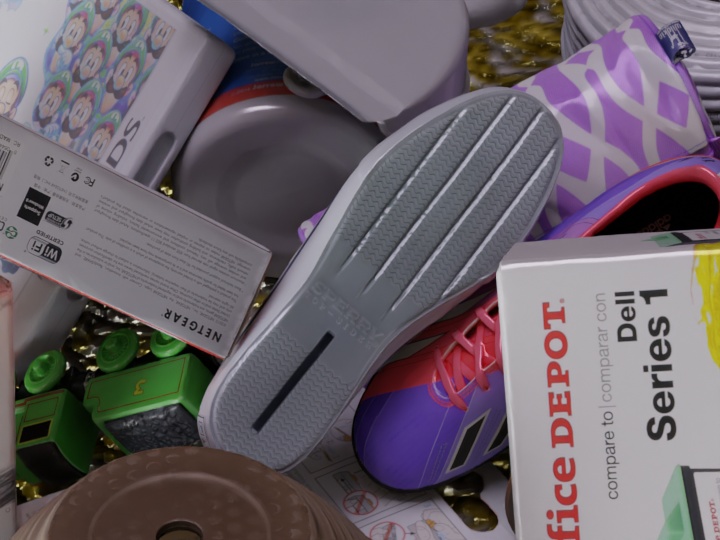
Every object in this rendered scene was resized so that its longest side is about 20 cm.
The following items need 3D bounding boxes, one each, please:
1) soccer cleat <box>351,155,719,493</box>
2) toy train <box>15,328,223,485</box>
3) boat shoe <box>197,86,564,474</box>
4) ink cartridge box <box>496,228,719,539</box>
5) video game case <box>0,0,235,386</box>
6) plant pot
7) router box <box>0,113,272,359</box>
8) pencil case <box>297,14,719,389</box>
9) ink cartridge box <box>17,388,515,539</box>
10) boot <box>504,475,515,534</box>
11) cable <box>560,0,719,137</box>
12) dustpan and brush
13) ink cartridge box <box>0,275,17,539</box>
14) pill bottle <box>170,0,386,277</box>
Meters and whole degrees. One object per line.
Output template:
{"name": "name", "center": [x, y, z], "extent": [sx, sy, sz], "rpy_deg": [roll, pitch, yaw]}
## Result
{"name": "soccer cleat", "center": [0.076, 0.019, 1.013], "extent": [0.199, 0.073, 0.068], "rpy_deg": [-36, 81, 3]}
{"name": "toy train", "center": [-0.142, 0.068, 1.083], "extent": [0.199, 0.042, 0.057], "rpy_deg": [-16, 45, 29]}
{"name": "boat shoe", "center": [0.000, 0.000, 1.018], "extent": [0.200, 0.074, 0.067], "rpy_deg": [-44, 11, -10]}
{"name": "ink cartridge box", "center": [0.154, 0.058, 0.929], "extent": [0.198, 0.146, 0.084], "rpy_deg": [-4, 4, 9]}
{"name": "video game case", "center": [-0.157, -0.064, 1.181], "extent": [0.183, 0.024, 0.200], "rpy_deg": [-59, 39, 5]}
{"name": "plant pot", "center": [-0.066, 0.133, 0.910], "extent": [0.199, 0.093, 0.202], "rpy_deg": [0, 38, 0]}
{"name": "router box", "center": [-0.162, -0.039, 0.992], "extent": [0.179, 0.199, 0.049], "rpy_deg": [20, 84, 54]}
{"name": "pencil case", "center": [0.070, -0.031, 1.086], "extent": [0.199, 0.084, 0.086], "rpy_deg": [-31, 63, 6]}
{"name": "ink cartridge box", "center": [-0.028, 0.132, 1.025], "extent": [0.199, 0.057, 0.163], "rpy_deg": [-15, 39, -26]}
{"name": "boot", "center": [0.138, 0.052, 1.033], "extent": [0.199, 0.074, 0.075], "rpy_deg": [-34, 19, -12]}
{"name": "cable", "center": [0.192, -0.135, 1.181], "extent": [0.198, 0.070, 0.201], "rpy_deg": [-18, 44, 1]}
{"name": "dustpan and brush", "center": [0.018, -0.114, 1.122], "extent": [0.139, 0.058, 0.199], "rpy_deg": [37, 45, 25]}
{"name": "ink cartridge box", "center": [-0.215, 0.097, 0.969], "extent": [0.145, 0.202, 0.085], "rpy_deg": [-21, 37, -39]}
{"name": "pill bottle", "center": [-0.035, -0.103, 1.197], "extent": [0.111, 0.113, 0.201], "rpy_deg": [-10, 43, 9]}
